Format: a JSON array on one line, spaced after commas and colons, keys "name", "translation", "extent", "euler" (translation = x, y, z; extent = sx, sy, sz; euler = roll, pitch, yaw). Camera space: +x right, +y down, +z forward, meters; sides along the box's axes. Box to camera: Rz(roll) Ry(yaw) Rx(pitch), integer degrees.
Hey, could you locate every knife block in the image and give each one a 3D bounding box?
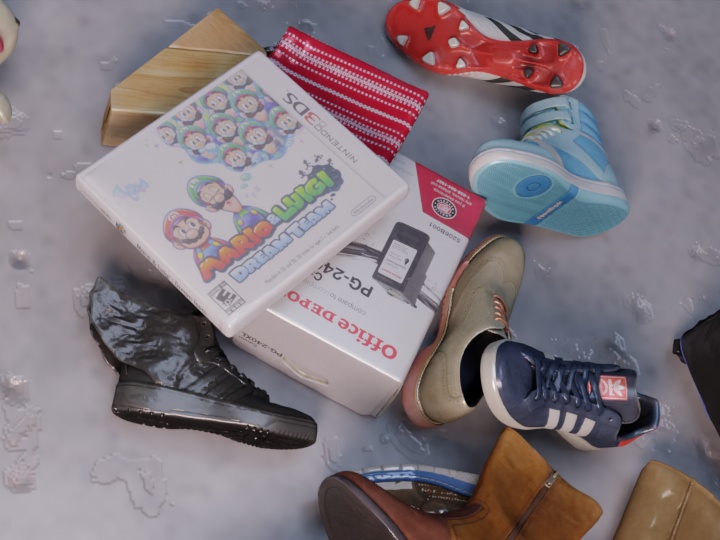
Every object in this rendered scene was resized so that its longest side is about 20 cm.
[{"name": "knife block", "translation": [-0.102, -0.133, 1.252], "extent": [0.176, 0.064, 0.200], "euler": [43, 60, 5]}]

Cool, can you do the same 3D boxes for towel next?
[{"name": "towel", "translation": [-0.046, -0.110, 1.196], "extent": [0.144, 0.023, 0.200], "euler": [27, 60, 7]}]

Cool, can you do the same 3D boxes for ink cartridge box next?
[{"name": "ink cartridge box", "translation": [0.000, 0.000, 1.211], "extent": [0.145, 0.083, 0.200], "euler": [28, 60, -3]}]

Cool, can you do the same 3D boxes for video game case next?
[{"name": "video game case", "translation": [-0.093, -0.067, 1.137], "extent": [0.182, 0.024, 0.200], "euler": [43, 63, 16]}]

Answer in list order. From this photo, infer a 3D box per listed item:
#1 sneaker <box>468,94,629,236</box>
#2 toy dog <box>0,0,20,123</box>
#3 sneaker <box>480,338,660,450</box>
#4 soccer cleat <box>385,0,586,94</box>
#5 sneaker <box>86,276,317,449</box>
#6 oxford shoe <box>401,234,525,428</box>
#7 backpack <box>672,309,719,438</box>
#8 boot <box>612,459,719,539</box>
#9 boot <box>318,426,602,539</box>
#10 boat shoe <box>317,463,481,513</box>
[{"name": "sneaker", "translation": [0.157, -0.111, 1.300], "extent": [0.200, 0.079, 0.131], "euler": [18, 50, -46]}, {"name": "toy dog", "translation": [-0.364, -0.166, 1.157], "extent": [0.193, 0.140, 0.200], "euler": [19, 55, 34]}, {"name": "sneaker", "translation": [0.178, 0.098, 1.173], "extent": [0.200, 0.084, 0.075], "euler": [22, 62, -47]}, {"name": "soccer cleat", "translation": [0.120, -0.211, 1.367], "extent": [0.199, 0.085, 0.069], "euler": [16, 93, 13]}, {"name": "sneaker", "translation": [-0.126, 0.077, 1.146], "extent": [0.199, 0.060, 0.105], "euler": [11, 67, -10]}, {"name": "oxford shoe", "translation": [0.108, 0.050, 1.218], "extent": [0.071, 0.074, 0.200], "euler": [42, 57, -28]}, {"name": "backpack", "translation": [0.412, 0.099, 1.276], "extent": [0.199, 0.135, 0.183], "euler": [-11, 70, -26]}, {"name": "boot", "translation": [0.208, 0.241, 1.175], "extent": [0.175, 0.066, 0.200], "euler": [43, 59, -17]}, {"name": "boot", "translation": [0.081, 0.175, 1.080], "extent": [0.188, 0.069, 0.200], "euler": [37, 42, 7]}, {"name": "boat shoe", "translation": [0.063, 0.200, 1.144], "extent": [0.199, 0.072, 0.073], "euler": [6, 65, -16]}]
